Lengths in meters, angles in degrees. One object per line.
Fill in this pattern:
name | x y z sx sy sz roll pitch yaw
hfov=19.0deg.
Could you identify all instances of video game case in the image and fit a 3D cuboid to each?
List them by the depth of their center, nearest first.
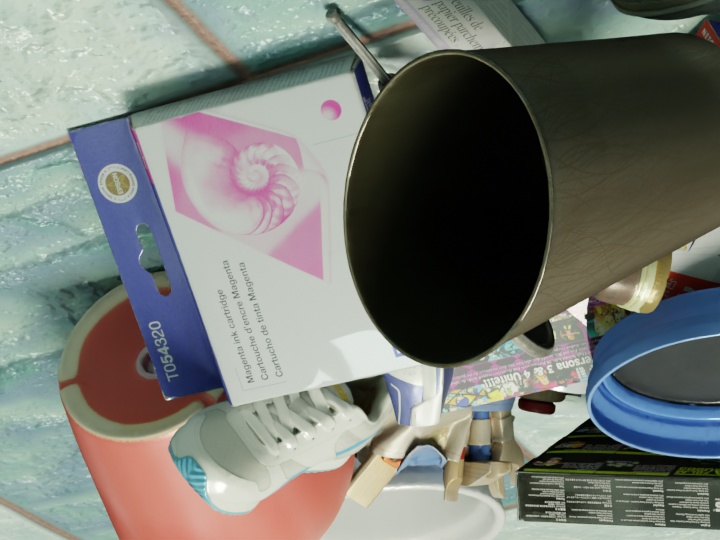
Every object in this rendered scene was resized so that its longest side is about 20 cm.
video game case | 0.093 0.004 1.455 0.199 0.036 0.182 -14 119 15

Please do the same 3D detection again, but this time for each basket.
basket | 0.112 -0.054 1.137 0.199 0.136 0.181 -20 145 -40

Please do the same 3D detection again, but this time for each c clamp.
c clamp | 0.048 -0.040 1.252 0.027 0.201 0.171 -35 136 16

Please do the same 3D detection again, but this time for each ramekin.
ramekin | 0.017 0.175 1.801 0.199 0.098 0.201 -5 154 -3

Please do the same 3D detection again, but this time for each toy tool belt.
toy tool belt | 0.074 0.125 1.672 0.199 0.124 0.125 6 -177 -35

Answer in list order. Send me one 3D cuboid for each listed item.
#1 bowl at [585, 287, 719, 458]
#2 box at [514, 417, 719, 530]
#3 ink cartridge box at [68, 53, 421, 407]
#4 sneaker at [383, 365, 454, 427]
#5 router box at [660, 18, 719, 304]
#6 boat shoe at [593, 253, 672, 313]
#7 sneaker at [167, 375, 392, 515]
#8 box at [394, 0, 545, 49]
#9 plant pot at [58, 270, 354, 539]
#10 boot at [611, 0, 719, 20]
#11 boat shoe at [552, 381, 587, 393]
bowl | 0.248 0.068 1.425 0.199 0.040 0.201 -1 152 -1
box | 0.244 0.155 1.663 0.199 0.048 0.193 0 -169 24
ink cartridge box | -0.066 -0.016 1.344 0.199 0.043 0.197 -14 110 14
sneaker | 0.000 -0.001 1.404 0.114 0.081 0.200 -2 113 13
router box | 0.263 -0.051 1.373 0.199 0.049 0.180 13 123 -24
boat shoe | 0.122 -0.040 1.291 0.064 0.200 0.074 10 108 -23
sneaker | -0.051 0.100 1.421 0.081 0.077 0.200 -47 166 30
box | 0.073 -0.139 1.263 0.039 0.042 0.200 -17 152 21
plant pot | -0.120 0.107 1.555 0.199 0.201 0.178 -12 143 12
boot | 0.253 -0.134 1.240 0.181 0.073 0.200 -15 143 17
boat shoe | 0.171 0.038 1.601 0.070 0.091 0.200 13 -175 15
